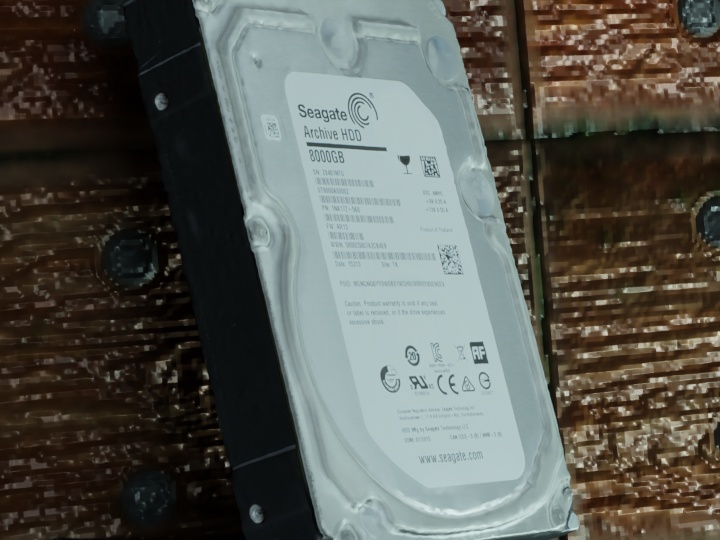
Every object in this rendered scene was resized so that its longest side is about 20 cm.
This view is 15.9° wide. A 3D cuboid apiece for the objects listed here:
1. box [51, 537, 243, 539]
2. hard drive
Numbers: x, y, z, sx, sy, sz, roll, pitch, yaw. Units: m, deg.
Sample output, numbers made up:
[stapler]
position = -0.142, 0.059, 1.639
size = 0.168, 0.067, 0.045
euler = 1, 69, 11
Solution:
[box]
position = 0.004, 0.127, 0.818
size = 0.158, 0.200, 0.046
euler = 3, 95, -26
[hard drive]
position = 0.000, 0.000, 0.869
size = 0.139, 0.038, 0.201
euler = 1, 70, -50
